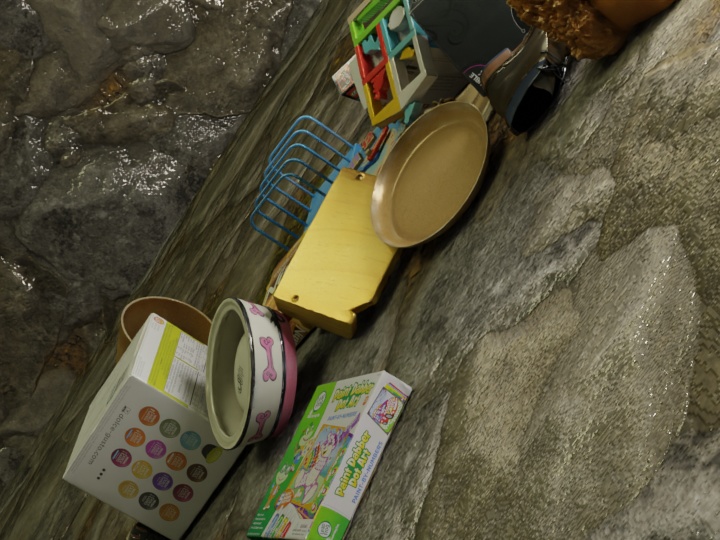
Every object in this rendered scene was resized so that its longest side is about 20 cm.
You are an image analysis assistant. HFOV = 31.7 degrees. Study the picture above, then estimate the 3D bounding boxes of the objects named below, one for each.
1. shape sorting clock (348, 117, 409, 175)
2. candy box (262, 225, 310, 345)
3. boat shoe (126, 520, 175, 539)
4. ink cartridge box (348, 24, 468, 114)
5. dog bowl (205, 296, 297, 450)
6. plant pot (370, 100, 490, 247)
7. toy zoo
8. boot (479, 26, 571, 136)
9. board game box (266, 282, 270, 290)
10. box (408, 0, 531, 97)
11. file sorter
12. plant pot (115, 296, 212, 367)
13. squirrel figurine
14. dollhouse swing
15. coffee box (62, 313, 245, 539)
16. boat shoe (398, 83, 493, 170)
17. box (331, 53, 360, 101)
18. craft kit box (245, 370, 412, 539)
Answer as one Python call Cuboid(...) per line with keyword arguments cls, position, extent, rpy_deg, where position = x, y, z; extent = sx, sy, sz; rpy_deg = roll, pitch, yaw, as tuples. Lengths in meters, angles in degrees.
Cuboid(cls="shape sorting clock", position=(0.025, -0.172, 1.954), extent=(0.201, 0.039, 0.201), rpy_deg=(-53, 16, 22))
Cuboid(cls="candy box", position=(-0.102, 0.039, 1.912), extent=(0.116, 0.055, 0.201), rpy_deg=(-47, 19, 35))
Cuboid(cls="boat shoe", position=(-0.308, 0.400, 1.854), extent=(0.074, 0.075, 0.200), rpy_deg=(-57, 6, 21))
Cuboid(cls="ink cartridge box", position=(0.099, -0.306, 1.753), extent=(0.200, 0.145, 0.087), rpy_deg=(-40, 63, 46))
Cuboid(cls="dog bowl", position=(-0.145, 0.138, 1.698), extent=(0.199, 0.073, 0.204), rpy_deg=(-178, 90, -66))
Cuboid(cls="plant pot", position=(0.090, -0.114, 1.567), extent=(0.199, 0.027, 0.203), rpy_deg=(-31, 43, 34))
Cuboid(cls="toy zoo", position=(0.043, -0.283, 1.684), extent=(0.131, 0.020, 0.203), rpy_deg=(-37, 59, 48))
Cuboid(cls="boot", position=(0.224, -0.243, 1.448), extent=(0.200, 0.074, 0.098), rpy_deg=(-45, 40, 30))
Cuboid(cls="board game box", position=(-0.181, 0.122, 2.062), extent=(0.201, 0.026, 0.201), rpy_deg=(-53, 16, 20))
Cuboid(cls="box", position=(0.174, -0.343, 1.545), extent=(0.199, 0.149, 0.125), rpy_deg=(-39, 20, 18))
Cuboid(cls="file sorter", position=(-0.094, -0.140, 2.109), extent=(0.139, 0.122, 0.201), rpy_deg=(-49, 18, 32))
Cuboid(cls="plant pot", position=(-0.370, 0.183, 2.298), extent=(0.187, 0.184, 0.202), rpy_deg=(-84, 17, -59))
Cuboid(cls="squirrel figurine", position=(0.230, -0.332, 1.331), extent=(0.201, 0.185, 0.142), rpy_deg=(-50, 17, 26))
Cuboid(cls="dollhouse swing", position=(0.000, 0.000, 1.708), extent=(0.180, 0.176, 0.202), rpy_deg=(18, 71, 31))
Cuboid(cls="coffee box", position=(-0.287, 0.228, 1.862), extent=(0.201, 0.196, 0.201), rpy_deg=(-53, 14, 18))
Cuboid(cls="boat shoe", position=(0.109, -0.186, 1.653), extent=(0.201, 0.069, 0.074), rpy_deg=(-55, 15, 13))
Cuboid(cls="box", position=(0.070, -0.320, 1.872), extent=(0.199, 0.136, 0.040), rpy_deg=(-39, 64, 26))
Cuboid(cls="craft kit box", position=(-0.038, 0.214, 1.398), extent=(0.199, 0.048, 0.200), rpy_deg=(-61, 15, -21))
